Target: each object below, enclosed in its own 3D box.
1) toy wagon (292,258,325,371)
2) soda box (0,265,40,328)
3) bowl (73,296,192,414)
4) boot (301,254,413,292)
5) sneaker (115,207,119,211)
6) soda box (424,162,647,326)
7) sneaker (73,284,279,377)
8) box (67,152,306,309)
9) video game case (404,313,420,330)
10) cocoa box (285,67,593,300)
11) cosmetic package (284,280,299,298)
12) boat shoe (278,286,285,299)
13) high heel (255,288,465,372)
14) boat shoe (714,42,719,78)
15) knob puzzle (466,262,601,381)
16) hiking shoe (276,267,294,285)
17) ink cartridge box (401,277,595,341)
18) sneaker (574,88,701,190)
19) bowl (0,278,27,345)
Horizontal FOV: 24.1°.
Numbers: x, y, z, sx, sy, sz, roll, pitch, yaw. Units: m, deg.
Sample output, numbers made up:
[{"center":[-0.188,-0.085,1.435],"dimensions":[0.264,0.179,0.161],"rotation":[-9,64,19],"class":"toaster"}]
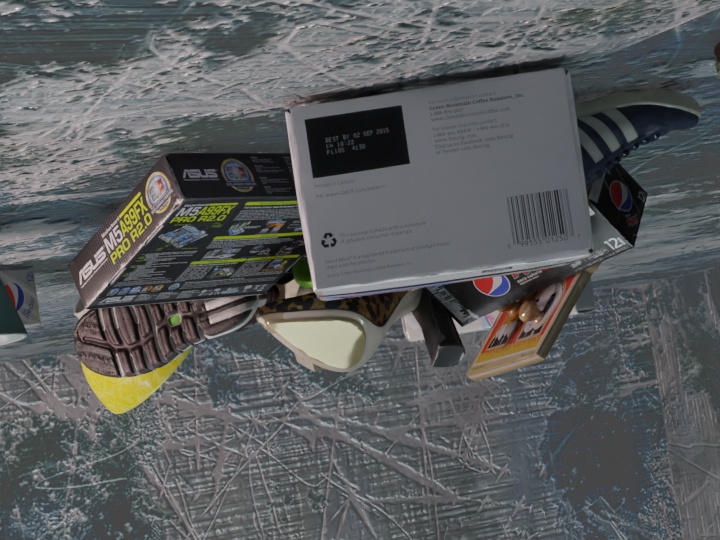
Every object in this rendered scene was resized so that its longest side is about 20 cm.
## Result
[{"center":[0.000,0.000,1.610],"dimensions":[0.039,0.200,0.156],"rotation":[28,155,25],"class":"toy wagon"},{"center":[-0.441,0.045,1.895],"dimensions":[0.063,0.069,0.199],"rotation":[-3,173,-45],"class":"soda box"},{"center":[-0.260,0.051,1.921],"dimensions":[0.108,0.201,0.200],"rotation":[40,153,-20],"class":"bowl"},{"center":[0.015,-0.033,1.434],"dimensions":[0.202,0.074,0.154],"rotation":[-17,-158,20],"class":"boot"},{"center":[-0.190,-0.006,1.584],"dimensions":[0.088,0.078,0.200],"rotation":[11,174,-3],"class":"sneaker"},{"center":[0.144,-0.027,1.433],"dimensions":[0.063,0.071,0.199],"rotation":[43,135,-23],"class":"soda box"},{"center":[-0.162,0.050,1.581],"dimensions":[0.199,0.076,0.115],"rotation":[-15,176,24],"class":"sneaker"},{"center":[-0.117,-0.033,1.385],"dimensions":[0.199,0.045,0.160],"rotation":[-5,150,-45],"class":"box"},{"center":[0.140,-0.029,1.657],"dimensions":[0.182,0.023,0.200],"rotation":[-47,-173,-26],"class":"video game case"},{"center":[0.054,-0.058,1.210],"dimensions":[0.198,0.135,0.131],"rotation":[-8,176,0],"class":"cocoa box"},{"center":[0.022,-0.019,1.737],"dimensions":[0.199,0.106,0.071],"rotation":[-4,-174,-35],"class":"cosmetic package"},{"center":[-0.091,-0.005,1.942],"dimensions":[0.199,0.071,0.070],"rotation":[-11,134,42],"class":"boat shoe"},{"center":[-0.012,0.018,1.484],"dimensions":[0.198,0.143,0.072],"rotation":[9,130,-26],"class":"high heel"},{"center":[0.307,-0.124,1.242],"dimensions":[0.071,0.077,0.199],"rotation":[-12,174,31],"class":"boat shoe"},{"center":[0.165,-0.003,1.498],"dimensions":[0.030,0.221,0.220],"rotation":[33,167,-8],"class":"knob puzzle"},{"center":[-0.078,-0.031,1.550],"dimensions":[0.074,0.088,0.199],"rotation":[-12,174,33],"class":"hiking shoe"},{"center":[0.142,-0.010,1.849],"dimensions":[0.198,0.147,0.083],"rotation":[-10,177,22],"class":"ink cartridge box"},{"center":[0.180,-0.092,1.330],"dimensions":[0.198,0.085,0.075],"rotation":[-8,175,-16],"class":"sneaker"},{"center":[-0.399,0.022,1.486],"dimensions":[0.199,0.106,0.201],"rotation":[-8,175,-1],"class":"bowl"}]
